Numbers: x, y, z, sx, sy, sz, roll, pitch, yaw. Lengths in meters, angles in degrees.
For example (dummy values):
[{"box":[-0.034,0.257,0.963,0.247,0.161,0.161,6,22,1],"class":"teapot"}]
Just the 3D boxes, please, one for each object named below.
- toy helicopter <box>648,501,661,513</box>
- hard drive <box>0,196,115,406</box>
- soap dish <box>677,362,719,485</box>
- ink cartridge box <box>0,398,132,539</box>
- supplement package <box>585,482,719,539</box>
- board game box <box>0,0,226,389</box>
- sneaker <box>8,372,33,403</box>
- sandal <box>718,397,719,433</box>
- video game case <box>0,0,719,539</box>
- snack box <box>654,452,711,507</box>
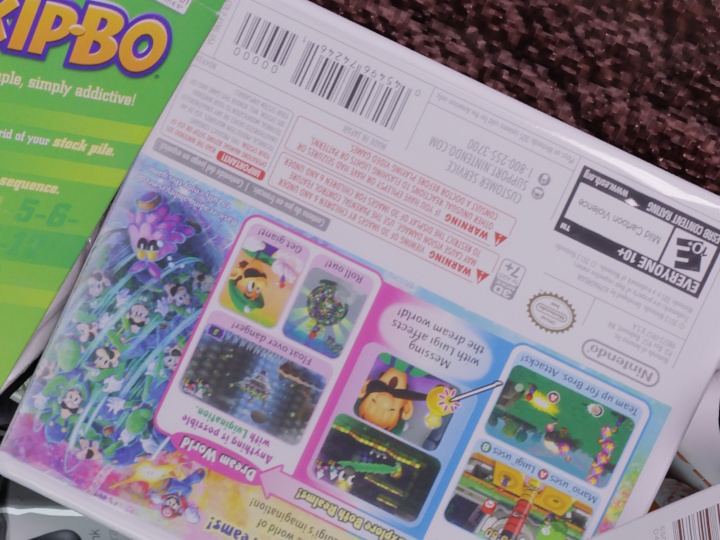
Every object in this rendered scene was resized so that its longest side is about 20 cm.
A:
[{"box":[0.077,0.119,0.947,0.132,0.079,0.200,-5,159,20],"class":"toy helicopter"},{"box":[-0.184,0.009,0.893,0.200,0.038,0.140,-43,89,7],"class":"hard drive"},{"box":[0.204,0.026,0.873,0.200,0.081,0.157,-30,114,37],"class":"soap dish"},{"box":[-0.130,0.118,0.983,0.199,0.086,0.147,-1,125,6],"class":"ink cartridge box"},{"box":[0.178,0.137,0.810,0.200,0.110,0.114,20,145,-40],"class":"supplement package"},{"box":[-0.125,-0.033,0.825,0.095,0.030,0.200,25,103,-32],"class":"board game box"},{"box":[-0.142,-0.017,0.949,0.200,0.085,0.075,38,95,2],"class":"sneaker"},{"box":[0.206,0.020,0.792,0.199,0.045,0.075,-20,128,14],"class":"sandal"},{"box":[0.007,0.025,0.849,0.199,0.024,0.183,26,93,3],"class":"video game case"},{"box":[0.151,0.106,0.998,0.072,0.024,0.200,-30,114,37],"class":"snack box"}]
